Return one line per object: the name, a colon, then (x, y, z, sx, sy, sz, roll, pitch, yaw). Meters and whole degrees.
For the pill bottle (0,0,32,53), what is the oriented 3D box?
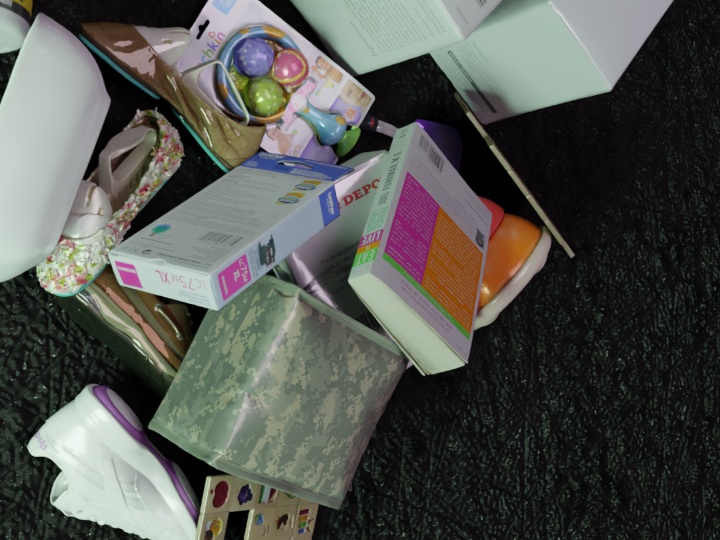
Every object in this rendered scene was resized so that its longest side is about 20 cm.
pill bottle: (-0.316, -0.286, 0.890, 0.111, 0.111, 0.201, 7, 82, -34)

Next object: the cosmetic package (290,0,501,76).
cosmetic package: (0.040, -0.317, 1.085, 0.165, 0.200, 0.165, 51, 62, -22)

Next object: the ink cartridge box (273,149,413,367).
ink cartridge box: (0.000, 0.000, 1.090, 0.144, 0.084, 0.201, -30, 105, -16)

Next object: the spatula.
spatula: (0.026, -0.150, 1.175, 0.199, 0.021, 0.057, 15, 80, -33)

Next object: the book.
book: (0.060, -0.025, 1.012, 0.134, 0.048, 0.200, 48, 40, -29)

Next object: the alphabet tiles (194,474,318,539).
alphabet tiles: (-0.104, 0.286, 1.027, 0.167, 0.008, 0.201, 11, 91, -54)

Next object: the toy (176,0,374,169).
toy: (-0.077, -0.180, 1.075, 0.200, 0.047, 0.115, 36, 80, -29)

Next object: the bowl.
bowl: (-0.260, -0.079, 0.857, 0.074, 0.200, 0.200, 23, 75, -21)

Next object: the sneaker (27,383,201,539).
sneaker: (-0.210, 0.194, 0.973, 0.099, 0.075, 0.200, -35, 112, -5)

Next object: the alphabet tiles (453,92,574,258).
alphabet tiles: (0.166, -0.105, 1.199, 0.006, 0.167, 0.200, -36, 108, 10)

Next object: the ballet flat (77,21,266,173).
ballet flat: (-0.161, -0.174, 1.008, 0.072, 0.068, 0.200, -44, 115, 6)

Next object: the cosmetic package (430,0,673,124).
cosmetic package: (0.215, -0.283, 1.204, 0.123, 0.200, 0.200, 49, 61, -22)

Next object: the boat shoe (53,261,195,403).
boat shoe: (-0.181, 0.056, 0.986, 0.200, 0.076, 0.074, 50, 59, -23)

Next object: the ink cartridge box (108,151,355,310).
ink cartridge box: (-0.104, -0.040, 0.956, 0.200, 0.119, 0.042, -43, 132, -39)

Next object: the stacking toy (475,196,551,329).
stacking toy: (0.089, -0.046, 1.172, 0.200, 0.146, 0.146, 42, 64, -4)

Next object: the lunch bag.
lunch bag: (-0.056, 0.108, 0.971, 0.200, 0.117, 0.164, 33, 80, -43)

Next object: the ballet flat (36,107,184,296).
ballet flat: (-0.222, -0.068, 0.953, 0.064, 0.075, 0.200, 84, 26, -48)
